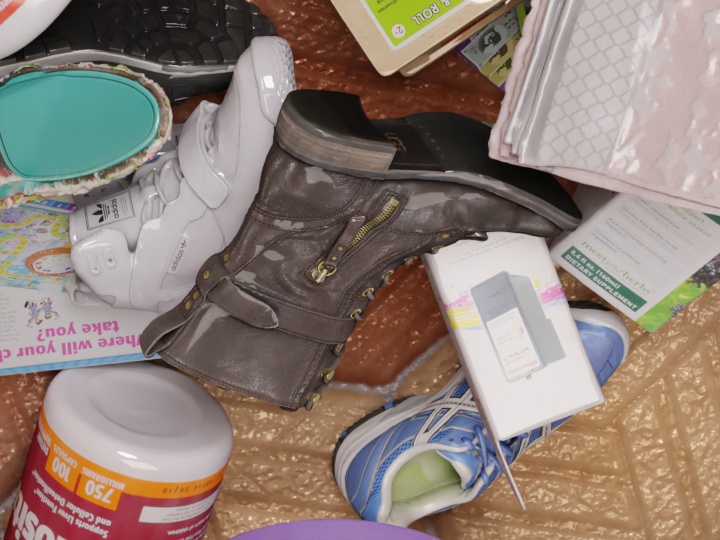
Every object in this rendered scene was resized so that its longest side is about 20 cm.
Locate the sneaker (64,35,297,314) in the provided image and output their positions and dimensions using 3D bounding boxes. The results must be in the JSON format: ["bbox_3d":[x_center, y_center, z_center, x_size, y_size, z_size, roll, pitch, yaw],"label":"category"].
[{"bbox_3d":[-0.097,-0.044,1.589,0.115,0.075,0.200,2,135,-12],"label":"sneaker"}]

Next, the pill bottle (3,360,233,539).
[{"bbox_3d":[-0.151,0.161,1.730,0.113,0.113,0.200,10,117,-16],"label":"pill bottle"}]

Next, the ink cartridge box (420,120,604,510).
[{"bbox_3d":[0.081,0.023,1.653,0.067,0.117,0.200,-20,97,0],"label":"ink cartridge box"}]

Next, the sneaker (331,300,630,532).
[{"bbox_3d":[0.078,0.093,1.755,0.200,0.077,0.076,-36,118,9],"label":"sneaker"}]

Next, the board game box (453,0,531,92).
[{"bbox_3d":[0.135,-0.178,1.606,0.120,0.032,0.200,42,110,11],"label":"board game box"}]

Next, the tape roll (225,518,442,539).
[{"bbox_3d":[-0.013,0.229,1.778,0.199,0.066,0.200,1,144,1],"label":"tape roll"}]

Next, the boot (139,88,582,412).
[{"bbox_3d":[0.000,0.000,1.558,0.200,0.069,0.174,14,117,-24],"label":"boot"}]

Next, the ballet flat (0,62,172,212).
[{"bbox_3d":[-0.188,-0.064,1.566,0.199,0.064,0.076,-12,82,13],"label":"ballet flat"}]

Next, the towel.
[{"bbox_3d":[0.173,-0.130,1.474,0.191,0.032,0.200,10,103,-29],"label":"towel"}]

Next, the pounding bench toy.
[{"bbox_3d":[0.067,-0.205,1.529,0.200,0.156,0.124,-34,90,7],"label":"pounding bench toy"}]

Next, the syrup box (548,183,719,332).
[{"bbox_3d":[0.196,-0.057,1.632,0.079,0.082,0.200,35,140,-10],"label":"syrup box"}]

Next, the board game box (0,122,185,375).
[{"bbox_3d":[-0.178,-0.008,1.674,0.199,0.034,0.135,-6,120,-7],"label":"board game box"}]

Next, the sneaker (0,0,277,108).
[{"bbox_3d":[-0.144,-0.106,1.615,0.199,0.076,0.088,-2,136,-6],"label":"sneaker"}]

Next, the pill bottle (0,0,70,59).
[{"bbox_3d":[-0.230,-0.204,1.501,0.200,0.113,0.112,40,106,-23],"label":"pill bottle"}]
